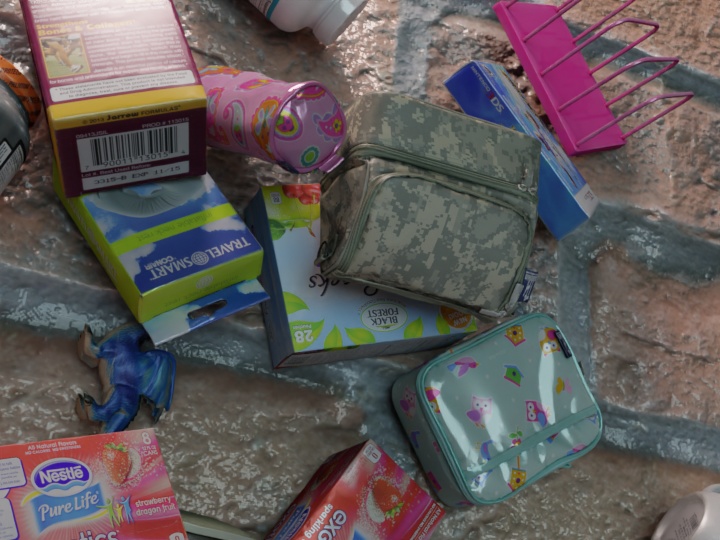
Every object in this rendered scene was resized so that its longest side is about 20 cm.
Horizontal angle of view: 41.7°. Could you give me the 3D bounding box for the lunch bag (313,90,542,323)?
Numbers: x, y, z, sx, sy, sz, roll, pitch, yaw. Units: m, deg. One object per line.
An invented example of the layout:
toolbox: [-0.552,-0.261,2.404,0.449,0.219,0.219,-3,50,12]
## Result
lunch bag: [0.062,-0.051,0.874,0.200,0.139,0.168,15,74,-20]

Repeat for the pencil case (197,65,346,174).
pencil case: [-0.096,-0.140,0.873,0.087,0.200,0.088,-14,113,-35]

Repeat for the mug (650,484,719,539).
mug: [0.396,0.301,0.977,0.175,0.148,0.200,37,30,0]

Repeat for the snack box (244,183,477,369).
snack box: [0.000,0.000,0.938,0.200,0.068,0.169,-4,72,-25]

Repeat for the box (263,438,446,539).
box: [-0.030,0.255,0.813,0.100,0.095,0.200,44,60,-5]

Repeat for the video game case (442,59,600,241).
video game case: [0.181,-0.134,1.024,0.200,0.045,0.181,55,19,2]

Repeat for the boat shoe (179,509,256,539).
boat shoe: [-0.182,0.221,0.769,0.201,0.072,0.061,20,77,-26]

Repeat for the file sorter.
file sorter: [0.279,-0.255,1.105,0.139,0.125,0.200,-15,77,-50]

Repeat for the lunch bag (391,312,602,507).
lunch bag: [0.145,0.140,0.946,0.200,0.077,0.161,-21,81,-29]

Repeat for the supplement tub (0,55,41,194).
supplement tub: [-0.357,-0.086,0.775,0.122,0.123,0.200,31,60,-11]

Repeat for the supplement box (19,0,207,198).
supplement box: [-0.223,-0.179,0.843,0.131,0.103,0.200,-12,59,-17]

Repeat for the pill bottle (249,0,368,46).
pill bottle: [-0.086,-0.331,0.996,0.200,0.111,0.111,42,60,-5]

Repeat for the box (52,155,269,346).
box: [-0.178,-0.039,0.846,0.122,0.048,0.200,-23,60,-29]

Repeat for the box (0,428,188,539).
box: [-0.226,0.174,0.618,0.200,0.095,0.103,2,59,-49]

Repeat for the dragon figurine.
dragon figurine: [-0.192,0.099,0.818,0.099,0.059,0.200,4,68,-23]
